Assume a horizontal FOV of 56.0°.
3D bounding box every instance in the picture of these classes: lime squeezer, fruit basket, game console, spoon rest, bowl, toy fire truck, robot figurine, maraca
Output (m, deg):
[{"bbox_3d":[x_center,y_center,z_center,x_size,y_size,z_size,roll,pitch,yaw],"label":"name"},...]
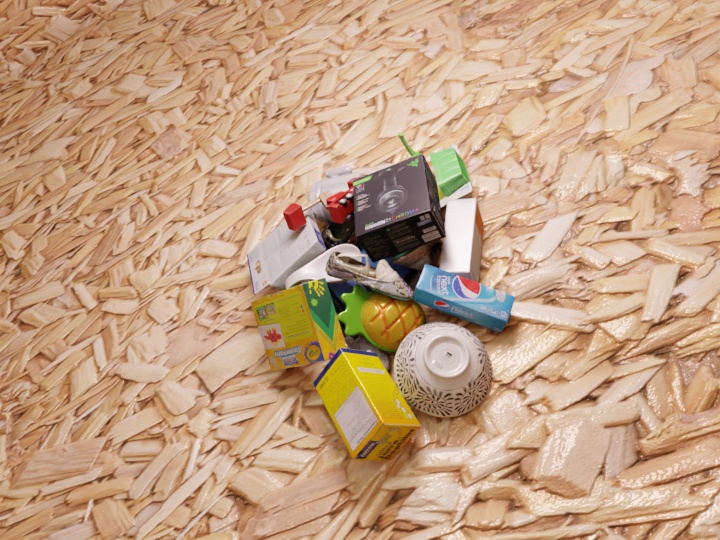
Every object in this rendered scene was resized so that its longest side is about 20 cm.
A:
[{"bbox_3d":[0.112,-0.264,1.671,0.071,0.200,0.038,3,65,-5],"label":"lime squeezer"},{"bbox_3d":[0.173,-0.202,1.668,0.200,0.094,0.185,-35,40,24],"label":"fruit basket"},{"bbox_3d":[0.000,0.000,1.560,0.171,0.118,0.200,-8,40,-34],"label":"game console"},{"bbox_3d":[-0.087,0.006,1.523,0.200,0.061,0.099,-27,53,13],"label":"spoon rest"},{"bbox_3d":[0.167,0.182,1.345,0.200,0.094,0.201,-1,65,2],"label":"bowl"},{"bbox_3d":[-0.068,-0.159,1.591,0.141,0.049,0.200,13,43,40],"label":"toy fire truck"},{"bbox_3d":[-0.049,-0.182,1.716,0.200,0.113,0.170,-9,73,16],"label":"robot figurine"},{"bbox_3d":[0.048,0.101,1.454,0.200,0.107,0.137,15,69,-14],"label":"maraca"}]

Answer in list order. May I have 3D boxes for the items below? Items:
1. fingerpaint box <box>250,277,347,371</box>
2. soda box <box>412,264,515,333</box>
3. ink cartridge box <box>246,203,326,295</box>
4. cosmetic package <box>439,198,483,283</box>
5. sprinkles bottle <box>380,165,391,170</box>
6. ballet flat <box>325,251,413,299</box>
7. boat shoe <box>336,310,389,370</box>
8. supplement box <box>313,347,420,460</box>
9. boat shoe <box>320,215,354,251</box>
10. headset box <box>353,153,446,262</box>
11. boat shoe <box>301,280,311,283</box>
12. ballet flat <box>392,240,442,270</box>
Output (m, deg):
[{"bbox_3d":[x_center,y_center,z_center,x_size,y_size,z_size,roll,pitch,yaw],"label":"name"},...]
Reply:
[{"bbox_3d":[-0.134,0.120,1.467,0.200,0.073,0.167,-20,87,47],"label":"fingerpaint box"},{"bbox_3d":[0.216,0.059,1.423,0.200,0.068,0.064,20,65,7],"label":"soda box"},{"bbox_3d":[-0.182,-0.044,1.627,0.200,0.041,0.200,-40,33,12],"label":"ink cartridge box"},{"bbox_3d":[0.228,-0.052,1.518,0.071,0.101,0.200,-2,57,21],"label":"cosmetic package"},{"bbox_3d":[0.104,-0.172,1.603,0.068,0.068,0.200,-33,45,-1],"label":"sprinkles bottle"},{"bbox_3d":[0.021,0.004,1.435,0.200,0.072,0.072,18,64,12],"label":"ballet flat"},{"bbox_3d":[-0.008,0.150,1.496,0.072,0.069,0.200,-34,51,-2],"label":"boat shoe"},{"bbox_3d":[0.010,0.267,1.359,0.109,0.109,0.200,-53,47,23],"label":"supplement box"},{"bbox_3d":[-0.064,-0.083,1.642,0.072,0.066,0.201,38,101,2],"label":"boat shoe"},{"bbox_3d":[0.081,-0.141,1.476,0.174,0.093,0.200,-18,45,18],"label":"headset box"},{"bbox_3d":[-0.163,-0.005,1.673,0.069,0.071,0.200,-34,42,1],"label":"boat shoe"},{"bbox_3d":[0.138,-0.041,1.524,0.068,0.067,0.200,-23,10,37],"label":"ballet flat"}]
